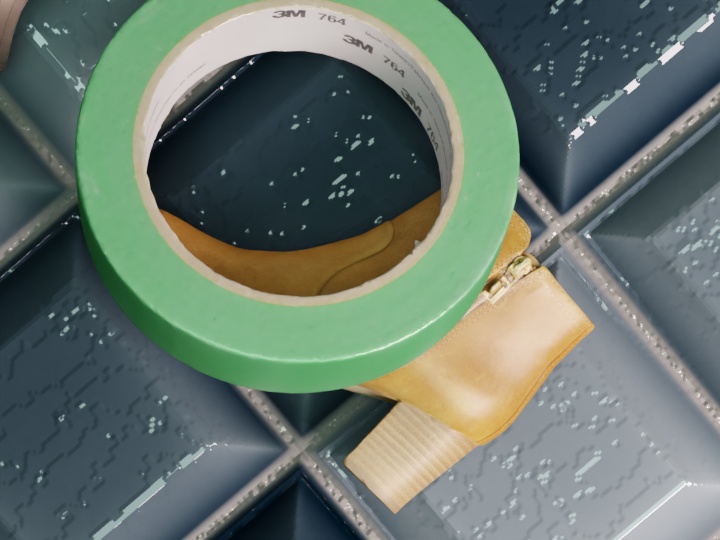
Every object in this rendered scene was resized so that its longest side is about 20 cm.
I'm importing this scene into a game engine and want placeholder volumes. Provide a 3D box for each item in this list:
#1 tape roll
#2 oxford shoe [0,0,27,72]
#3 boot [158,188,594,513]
[{"bbox_3d":[-0.029,-0.046,1.040,0.199,0.048,0.202,2,70,-5],"label":"tape roll"},{"bbox_3d":[-0.147,-0.187,1.065,0.073,0.071,0.200,29,100,-23],"label":"oxford shoe"},{"bbox_3d":[0.000,0.000,1.084,0.201,0.071,0.144,44,85,-2],"label":"boot"}]
